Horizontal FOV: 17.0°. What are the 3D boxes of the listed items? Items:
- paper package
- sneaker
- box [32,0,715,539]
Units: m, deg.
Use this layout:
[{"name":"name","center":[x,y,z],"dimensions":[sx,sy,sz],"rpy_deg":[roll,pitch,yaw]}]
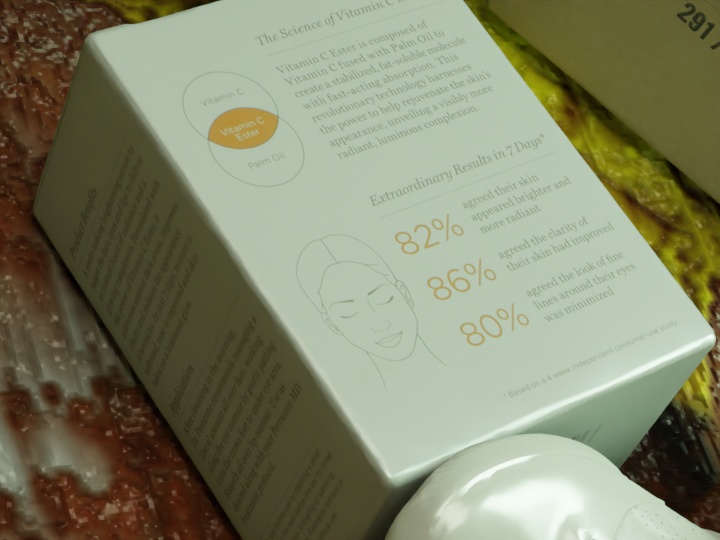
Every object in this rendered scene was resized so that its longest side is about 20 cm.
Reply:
[{"name":"paper package","center":[0.178,-0.125,0.985],"dimensions":[0.200,0.191,0.103],"rpy_deg":[42,53,10]},{"name":"sneaker","center":[0.098,0.113,0.802],"dimensions":[0.200,0.075,0.088],"rpy_deg":[20,10,-39]},{"name":"box","center":[0.000,0.000,0.879],"dimensions":[0.152,0.106,0.200],"rpy_deg":[-21,64,-32]}]
